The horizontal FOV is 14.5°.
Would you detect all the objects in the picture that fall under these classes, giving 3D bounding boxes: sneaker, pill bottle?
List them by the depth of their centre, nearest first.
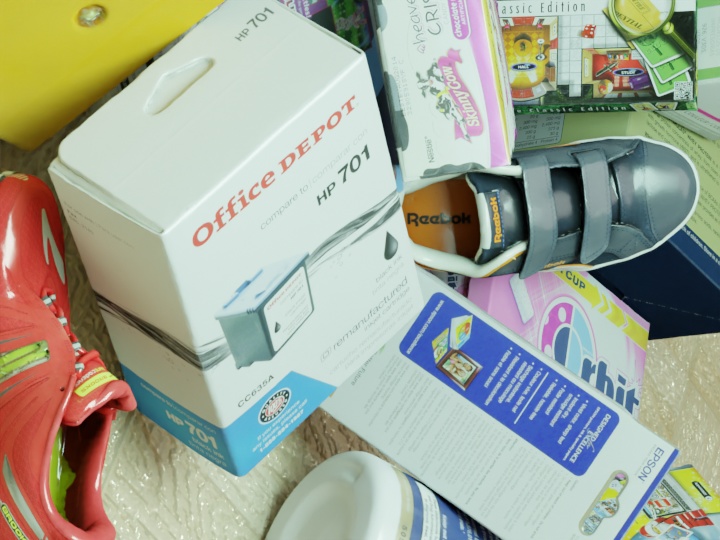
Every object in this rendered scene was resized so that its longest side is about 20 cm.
[{"bbox_3d":[-0.147,0.050,1.362,0.077,0.085,0.200,3,81,-57],"label":"sneaker"},{"bbox_3d":[0.050,0.189,1.560,0.200,0.111,0.111,31,57,-28],"label":"pill bottle"},{"bbox_3d":[0.102,-0.034,1.637,0.079,0.200,0.079,-128,-151,-87],"label":"sneaker"}]

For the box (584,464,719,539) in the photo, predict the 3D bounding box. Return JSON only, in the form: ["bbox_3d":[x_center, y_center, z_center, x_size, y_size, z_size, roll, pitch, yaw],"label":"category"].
[{"bbox_3d":[0.180,0.192,1.693,0.136,0.200,0.038,-10,119,-17],"label":"box"}]

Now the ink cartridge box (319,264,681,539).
[{"bbox_3d":[0.070,0.081,1.527,0.095,0.200,0.037,-56,159,3],"label":"ink cartridge box"}]

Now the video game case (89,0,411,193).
[{"bbox_3d":[-0.061,-0.097,1.484,0.182,0.023,0.200,-29,122,-31],"label":"video game case"}]

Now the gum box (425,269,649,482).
[{"bbox_3d":[0.100,0.049,1.752,0.200,0.066,0.114,37,55,-47],"label":"gum box"}]

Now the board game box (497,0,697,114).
[{"bbox_3d":[0.100,-0.144,1.678,0.023,0.200,0.105,55,35,-70],"label":"board game box"}]

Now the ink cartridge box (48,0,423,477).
[{"bbox_3d":[-0.058,-0.017,1.412,0.146,0.086,0.200,-43,147,-22],"label":"ink cartridge box"}]

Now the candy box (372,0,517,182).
[{"bbox_3d":[0.046,-0.126,1.549,0.200,0.061,0.136,-57,138,-81],"label":"candy box"}]

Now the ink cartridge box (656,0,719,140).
[{"bbox_3d":[0.268,-0.130,1.677,0.104,0.200,0.059,20,68,-51],"label":"ink cartridge box"}]

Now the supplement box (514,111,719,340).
[{"bbox_3d":[0.169,-0.085,1.821,0.200,0.134,0.200,39,54,-46],"label":"supplement box"}]

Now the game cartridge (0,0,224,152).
[{"bbox_3d":[-0.159,-0.145,1.309,0.200,0.176,0.032,29,31,-49],"label":"game cartridge"}]
